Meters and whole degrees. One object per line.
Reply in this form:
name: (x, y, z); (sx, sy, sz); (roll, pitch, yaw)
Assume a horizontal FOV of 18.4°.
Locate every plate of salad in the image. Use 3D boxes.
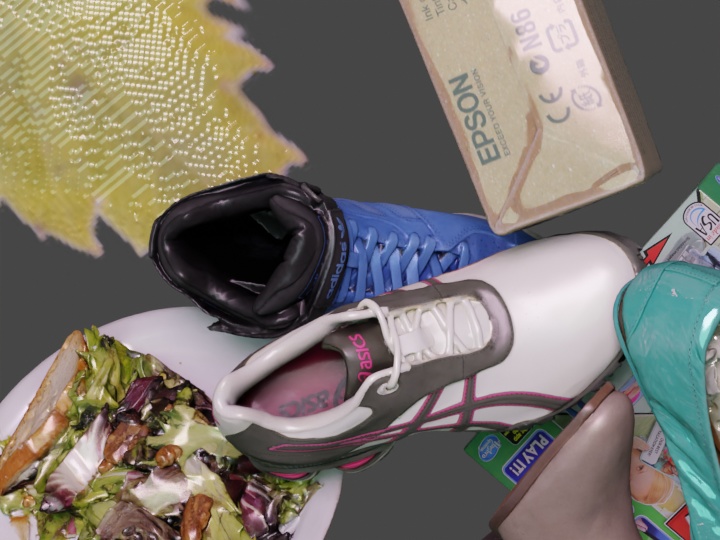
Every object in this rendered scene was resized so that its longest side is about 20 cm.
plate of salad: (-0.105, 0.096, 1.039); (0.200, 0.048, 0.200); (-10, 53, 14)

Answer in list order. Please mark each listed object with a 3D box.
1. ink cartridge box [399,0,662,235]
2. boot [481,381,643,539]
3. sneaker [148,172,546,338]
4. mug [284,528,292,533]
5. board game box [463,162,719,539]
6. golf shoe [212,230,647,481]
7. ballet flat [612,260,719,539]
ink cartridge box: (0.065, -0.122, 0.994); (0.075, 0.165, 0.200); (-22, 89, 10)
boot: (0.123, 0.152, 1.006); (0.146, 0.200, 0.070); (45, 57, 14)
sneaker: (0.000, 0.001, 1.036); (0.200, 0.111, 0.077); (12, 94, 6)
mug: (-0.059, 0.207, 1.053); (0.152, 0.114, 0.185); (-23, 90, 8)
board game box: (0.152, 0.063, 1.011); (0.135, 0.029, 0.200); (41, 130, 5)
golf shoe: (0.032, 0.038, 0.960); (0.200, 0.088, 0.077); (-24, 75, 9)
ballet flat: (0.170, 0.087, 0.944); (0.067, 0.070, 0.200); (-37, 112, -34)
